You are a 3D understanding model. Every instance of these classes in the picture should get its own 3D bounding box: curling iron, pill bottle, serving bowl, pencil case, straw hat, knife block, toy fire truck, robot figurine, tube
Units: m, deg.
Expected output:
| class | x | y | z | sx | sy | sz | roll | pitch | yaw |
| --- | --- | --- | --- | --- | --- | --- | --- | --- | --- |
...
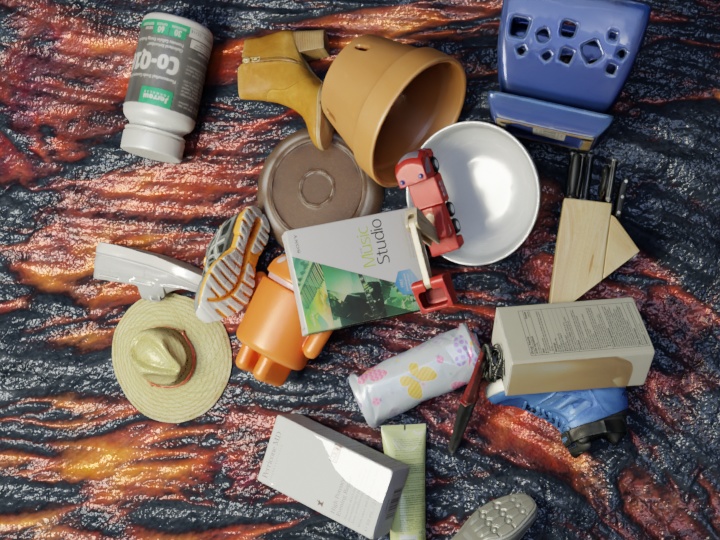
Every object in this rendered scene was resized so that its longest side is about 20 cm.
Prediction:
| class | x | y | z | sx | sy | sz | roll | pitch | yaw |
| --- | --- | --- | --- | --- | --- | --- | --- | --- | --- |
| curling iron | 0.153 | 0.181 | 1.369 | 0.025 | 0.050 | 0.202 | 7 | 128 | -17 |
| pill bottle | -0.294 | -0.273 | 1.496 | 0.111 | 0.113 | 0.205 | 10 | 86 | 10 |
| serving bowl | 0.168 | -0.113 | 1.419 | 0.196 | 0.066 | 0.205 | 5 | 102 | 24 |
| pencil case | 0.082 | 0.149 | 1.408 | 0.197 | 0.091 | 0.085 | -25 | 90 | 6 |
| straw hat | -0.296 | 0.128 | 1.469 | 0.196 | 0.085 | 0.206 | -1 | 83 | 9 |
| knife block | 0.304 | -0.065 | 1.408 | 0.199 | 0.064 | 0.177 | -37 | 79 | 4 |
| toy fire truck | 0.090 | -0.058 | 1.348 | 0.048 | 0.141 | 0.204 | -16 | 99 | 25 |
| robot figurine | -0.106 | 0.062 | 1.432 | 0.115 | 0.144 | 0.203 | 27 | 89 | -17 |
| tube | 0.066 | 0.322 | 1.413 | 0.051 | 0.058 | 0.205 | -4 | 84 | 20 |

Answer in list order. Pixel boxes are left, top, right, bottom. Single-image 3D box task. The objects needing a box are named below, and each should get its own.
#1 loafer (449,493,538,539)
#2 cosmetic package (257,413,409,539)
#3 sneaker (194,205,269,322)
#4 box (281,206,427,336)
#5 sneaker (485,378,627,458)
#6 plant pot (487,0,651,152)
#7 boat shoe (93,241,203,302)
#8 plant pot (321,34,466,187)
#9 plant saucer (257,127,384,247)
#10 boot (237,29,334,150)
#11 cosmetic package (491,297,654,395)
| class | x | y | z | sx | sy | sz | roll | pitch | yaw |
| --- | --- | --- | --- | --- | --- | --- | --- | --- | --- |
| loafer | 0.167 | 0.388 | 1.386 | 0.198 | 0.070 | 0.070 | -34 | 39 | -6 |
| cosmetic package | -0.039 | 0.285 | 1.393 | 0.197 | 0.074 | 0.104 | 19 | 92 | 25 |
| sneaker | -0.197 | -0.004 | 1.444 | 0.076 | 0.079 | 0.202 | -13 | 39 | 36 |
| box | 0.000 | 0.000 | 1.381 | 0.196 | 0.036 | 0.148 | -12 | 82 | -14 |
| sneaker | 0.274 | 0.203 | 1.377 | 0.195 | 0.077 | 0.114 | -2 | 74 | 2 |
| plant pot | 0.275 | -0.273 | 1.370 | 0.196 | 0.200 | 0.184 | 14 | 92 | 9 |
| boat shoe | -0.315 | 0.011 | 1.493 | 0.196 | 0.072 | 0.070 | 15 | 93 | 9 |
| plant pot | 0.037 | -0.243 | 1.414 | 0.139 | 0.200 | 0.201 | 39 | 91 | 27 |
| plant saucer | -0.063 | -0.121 | 1.487 | 0.195 | 0.032 | 0.205 | -1 | 85 | 8 |
| boot | -0.115 | -0.265 | 1.490 | 0.141 | 0.071 | 0.206 | -8 | 71 | 14 |
| cosmetic package | 0.284 | 0.103 | 1.345 | 0.195 | 0.072 | 0.106 | -3 | 45 | -4 |
